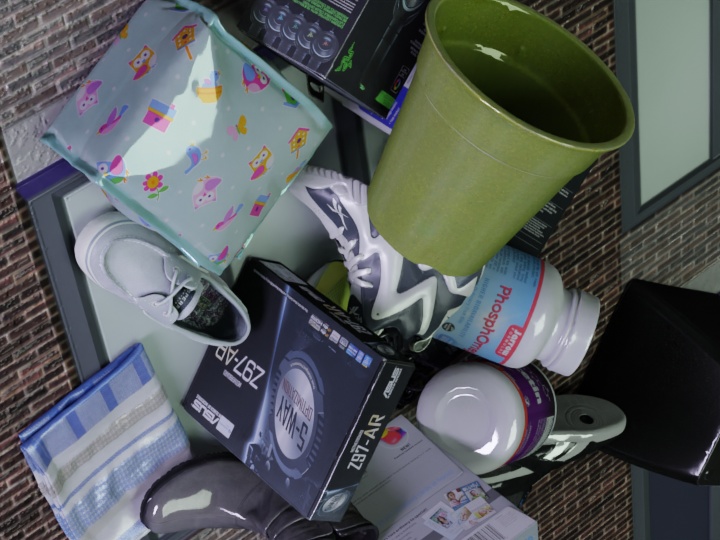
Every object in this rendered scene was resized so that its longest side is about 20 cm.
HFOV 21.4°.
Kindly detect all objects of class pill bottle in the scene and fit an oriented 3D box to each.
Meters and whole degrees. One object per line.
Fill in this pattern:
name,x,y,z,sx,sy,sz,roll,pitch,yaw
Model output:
pill bottle,0.122,0.027,1.825,0.199,0.109,0.109,22,105,-6
pill bottle,0.136,0.145,1.971,0.113,0.112,0.200,-63,163,10

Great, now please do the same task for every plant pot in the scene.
plant pot,0.099,-0.101,1.615,0.199,0.200,0.190,-4,138,-43
plant pot,0.386,0.146,2.202,0.199,0.177,0.201,10,109,-47

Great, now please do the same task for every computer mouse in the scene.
computer mouse,0.084,0.042,1.927,0.199,0.053,0.139,-34,140,-6

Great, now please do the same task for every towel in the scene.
towel,-0.221,0.174,1.726,0.147,0.024,0.201,-39,138,-20

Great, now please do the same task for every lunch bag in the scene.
lunch bag,-0.130,-0.105,1.547,0.171,0.122,0.200,-54,135,-3

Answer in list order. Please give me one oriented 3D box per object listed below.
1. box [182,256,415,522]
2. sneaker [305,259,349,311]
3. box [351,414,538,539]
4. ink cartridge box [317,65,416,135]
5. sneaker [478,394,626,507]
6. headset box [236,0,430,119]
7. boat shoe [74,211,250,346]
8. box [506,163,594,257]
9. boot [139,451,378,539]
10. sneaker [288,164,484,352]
box,-0.059,0.103,1.701,0.043,0.200,0.161,12,109,-48
sneaker,-0.020,0.089,1.776,0.078,0.090,0.202,35,62,-64
box,0.046,0.238,1.818,0.155,0.200,0.041,-32,137,-26
ink cartridge box,0.068,-0.154,1.716,0.199,0.039,0.100,33,95,-8
sneaker,0.199,0.209,2.139,0.199,0.073,0.113,-9,128,-25
headset box,0.002,-0.234,1.564,0.201,0.092,0.174,-60,162,2
boat shoe,-0.160,0.011,1.634,0.070,0.071,0.201,-55,141,1
box,0.131,-0.111,1.839,0.200,0.079,0.142,28,98,-50
boot,-0.092,0.228,1.753,0.199,0.132,0.070,-14,131,-21
sneaker,0.000,0.000,1.717,0.198,0.079,0.130,31,84,-17
